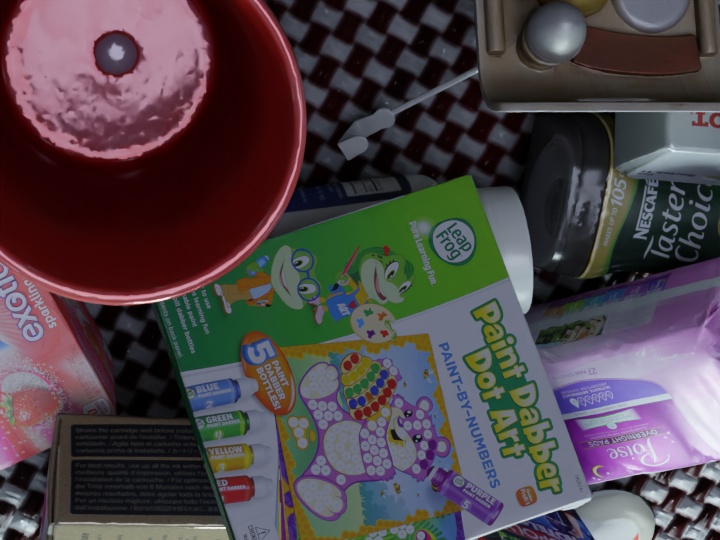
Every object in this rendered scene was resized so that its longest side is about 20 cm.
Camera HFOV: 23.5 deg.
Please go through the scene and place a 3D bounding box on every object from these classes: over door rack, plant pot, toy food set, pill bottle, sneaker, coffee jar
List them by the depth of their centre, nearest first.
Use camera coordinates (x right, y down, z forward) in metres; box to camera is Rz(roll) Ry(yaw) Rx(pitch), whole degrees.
[{"bbox_3d":[0.136,-0.182,0.946,0.143,0.060,0.200,-2,84,-11],"label":"toy food set"},{"bbox_3d":[-0.137,-0.103,0.973,0.200,0.177,0.201,-3,110,-9],"label":"plant pot"},{"bbox_3d":[0.042,-0.182,1.039,0.200,0.067,0.148,-28,106,14],"label":"over door rack"},{"bbox_3d":[0.000,0.000,1.072,0.200,0.111,0.111,-7,111,-8],"label":"pill bottle"},{"bbox_3d":[0.199,-0.042,1.109,0.200,0.085,0.104,5,109,-12],"label":"coffee jar"},{"bbox_3d":[0.123,0.228,1.187,0.200,0.093,0.070,-29,112,1],"label":"sneaker"}]

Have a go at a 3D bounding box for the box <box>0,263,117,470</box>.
[{"bbox_3d":[-0.235,0.011,1.040,0.103,0.095,0.200,-24,112,0],"label":"box"}]

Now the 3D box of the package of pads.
[{"bbox_3d":[0.176,0.069,1.097,0.200,0.076,0.121,-18,120,41],"label":"package of pads"}]

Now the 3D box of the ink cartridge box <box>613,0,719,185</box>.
[{"bbox_3d":[0.234,-0.154,1.037,0.146,0.083,0.200,3,84,-13],"label":"ink cartridge box"}]

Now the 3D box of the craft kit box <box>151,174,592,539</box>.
[{"bbox_3d":[0.003,0.069,0.976,0.197,0.049,0.200,-18,79,-12],"label":"craft kit box"}]

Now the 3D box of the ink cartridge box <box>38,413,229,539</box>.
[{"bbox_3d":[-0.114,0.161,1.072,0.165,0.075,0.200,3,151,-12],"label":"ink cartridge box"}]

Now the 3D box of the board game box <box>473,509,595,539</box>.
[{"bbox_3d":[0.056,0.165,1.095,0.200,0.200,0.062,24,103,-17],"label":"board game box"}]
